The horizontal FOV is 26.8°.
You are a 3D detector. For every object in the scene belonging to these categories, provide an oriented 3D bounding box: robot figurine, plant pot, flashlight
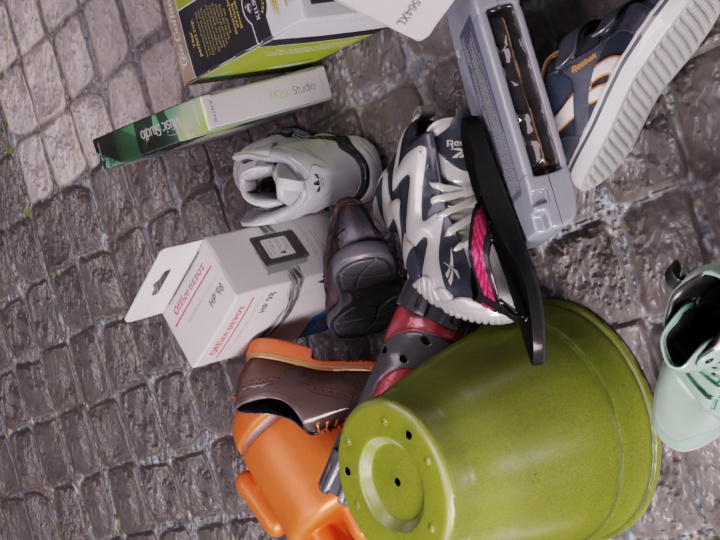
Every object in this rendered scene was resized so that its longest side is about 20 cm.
[{"bbox_3d":[-0.044,0.174,1.406,0.201,0.116,0.144,57,149,21],"label":"robot figurine"},{"bbox_3d":[0.092,0.140,1.163,0.200,0.192,0.202,20,116,47],"label":"plant pot"},{"bbox_3d":[0.032,0.105,1.264,0.068,0.068,0.201,-133,66,-88],"label":"flashlight"}]

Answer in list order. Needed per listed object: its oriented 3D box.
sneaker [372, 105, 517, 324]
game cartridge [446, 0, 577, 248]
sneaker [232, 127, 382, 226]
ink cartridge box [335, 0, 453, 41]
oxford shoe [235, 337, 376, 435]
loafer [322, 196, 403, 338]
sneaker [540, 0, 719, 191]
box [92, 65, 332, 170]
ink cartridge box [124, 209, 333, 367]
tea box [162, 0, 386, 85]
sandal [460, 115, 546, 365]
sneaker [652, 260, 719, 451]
[{"bbox_3d":[0.080,-0.057,1.197,0.200,0.079,0.130,-118,33,-49],"label":"sneaker"},{"bbox_3d":[0.109,-0.119,1.115,0.133,0.041,0.201,82,172,-85],"label":"game cartridge"},{"bbox_3d":[-0.081,-0.086,1.370,0.199,0.114,0.076,5,104,50],"label":"sneaker"},{"bbox_3d":[0.052,-0.290,1.089,0.146,0.084,0.201,-51,22,44],"label":"ink cartridge box"},{"bbox_3d":[-0.015,0.120,1.333,0.199,0.073,0.071,11,151,18],"label":"oxford shoe"},{"bbox_3d":[0.000,0.000,1.302,0.200,0.071,0.063,91,166,-68],"label":"loafer"},{"bbox_3d":[0.178,-0.149,1.061,0.080,0.078,0.201,50,137,21],"label":"sneaker"},{"bbox_3d":[-0.140,-0.140,1.404,0.199,0.144,0.037,-14,95,52],"label":"box"},{"bbox_3d":[-0.099,0.019,1.357,0.067,0.199,0.116,57,138,22],"label":"ink cartridge box"},{"bbox_3d":[-0.077,-0.285,1.290,0.196,0.133,0.202,-15,89,51],"label":"tea box"},{"bbox_3d":[0.095,-0.018,1.121,0.075,0.045,0.201,92,163,-69],"label":"sandal"},{"bbox_3d":[0.226,0.058,1.034,0.074,0.118,0.201,47,134,29],"label":"sneaker"}]
